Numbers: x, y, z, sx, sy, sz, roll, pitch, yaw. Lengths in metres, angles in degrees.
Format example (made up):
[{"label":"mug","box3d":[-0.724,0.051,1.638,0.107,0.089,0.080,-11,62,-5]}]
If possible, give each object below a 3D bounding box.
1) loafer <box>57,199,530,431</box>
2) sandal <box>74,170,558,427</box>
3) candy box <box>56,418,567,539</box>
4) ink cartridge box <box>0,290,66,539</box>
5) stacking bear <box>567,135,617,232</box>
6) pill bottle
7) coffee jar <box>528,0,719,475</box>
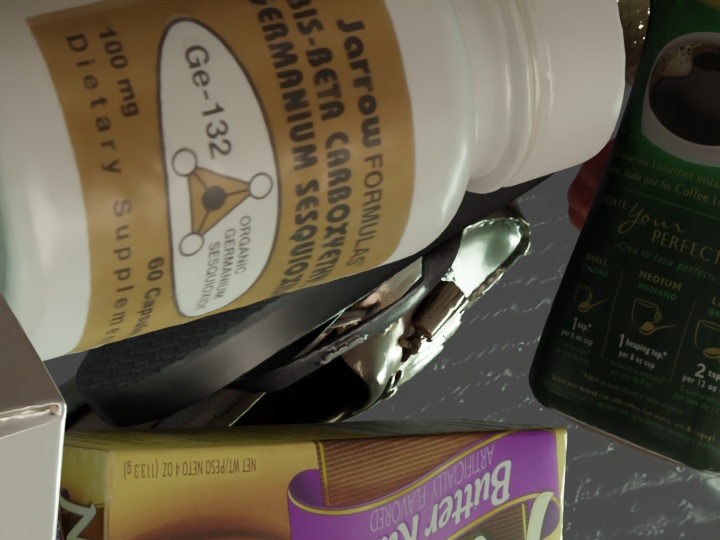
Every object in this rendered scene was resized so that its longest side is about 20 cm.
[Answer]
[{"label":"loafer","box3d":[-0.020,0.037,0.842,0.200,0.063,0.072,-30,139,-8]},{"label":"sandal","box3d":[0.001,0.000,0.786,0.200,0.076,0.043,-31,111,-21]},{"label":"candy box","box3d":[-0.019,0.109,0.780,0.200,0.056,0.117,2,90,-42]},{"label":"ink cartridge box","box3d":[-0.153,0.030,0.622,0.084,0.200,0.145,-14,137,-26]},{"label":"stacking bear","box3d":[0.180,0.032,0.880,0.114,0.200,0.122,-31,141,-7]},{"label":"pill bottle","box3d":[-0.028,-0.051,0.706,0.199,0.114,0.115,-16,137,-25]},{"label":"coffee jar","box3d":[0.132,-0.036,0.802,0.085,0.104,0.201,7,102,-51]}]
